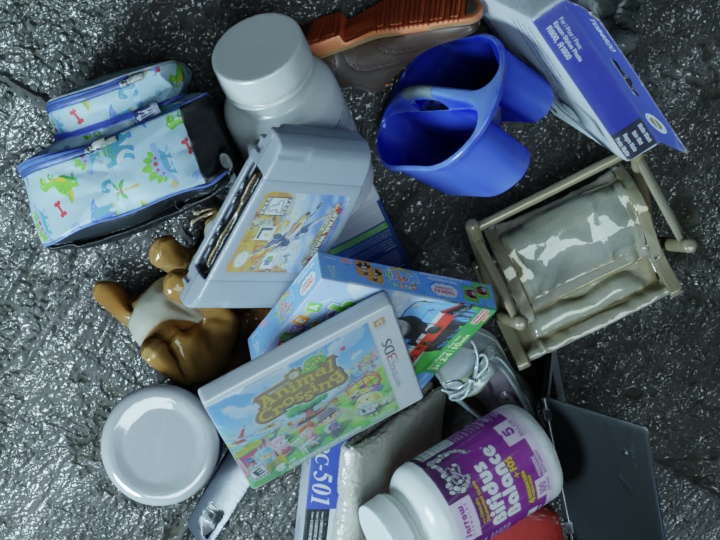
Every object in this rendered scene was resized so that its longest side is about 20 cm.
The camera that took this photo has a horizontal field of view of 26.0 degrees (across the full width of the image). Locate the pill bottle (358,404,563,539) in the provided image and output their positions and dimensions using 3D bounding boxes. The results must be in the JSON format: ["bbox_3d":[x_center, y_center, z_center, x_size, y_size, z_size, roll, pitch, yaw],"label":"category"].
[{"bbox_3d":[0.101,0.230,1.601,0.199,0.112,0.113,-29,118,-20],"label":"pill bottle"}]

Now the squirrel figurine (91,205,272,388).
[{"bbox_3d":[-0.134,0.026,1.583,0.187,0.141,0.200,-49,128,0],"label":"squirrel figurine"}]

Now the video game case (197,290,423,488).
[{"bbox_3d":[-0.043,0.120,1.504,0.198,0.022,0.183,-27,144,-5],"label":"video game case"}]

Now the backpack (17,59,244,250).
[{"bbox_3d":[-0.222,-0.109,1.468,0.198,0.183,0.148,-22,93,3],"label":"backpack"}]

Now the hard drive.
[{"bbox_3d":[-0.114,0.188,1.644,0.042,0.135,0.201,32,105,-2],"label":"hard drive"}]

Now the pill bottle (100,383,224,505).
[{"bbox_3d":[-0.195,0.173,1.570,0.114,0.200,0.117,0,85,-3],"label":"pill bottle"}]

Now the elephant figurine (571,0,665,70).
[{"bbox_3d":[0.264,-0.298,1.520,0.200,0.155,0.142,-45,72,-2],"label":"elephant figurine"}]

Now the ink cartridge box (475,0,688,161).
[{"bbox_3d":[0.200,-0.193,1.481,0.041,0.200,0.200,-44,124,-3],"label":"ink cartridge box"}]

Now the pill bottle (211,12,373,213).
[{"bbox_3d":[-0.067,-0.141,1.480,0.113,0.115,0.201,-25,138,0],"label":"pill bottle"}]

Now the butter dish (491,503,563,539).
[{"bbox_3d":[0.140,0.282,1.724,0.197,0.200,0.150,5,89,-13],"label":"butter dish"}]

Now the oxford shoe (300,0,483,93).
[{"bbox_3d":[0.028,-0.219,1.513,0.198,0.072,0.073,-9,124,18],"label":"oxford shoe"}]

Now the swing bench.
[{"bbox_3d":[0.224,-0.011,1.607,0.197,0.200,0.131,-25,74,-1],"label":"swing bench"}]

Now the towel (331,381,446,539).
[{"bbox_3d":[0.029,0.208,1.663,0.034,0.199,0.134,17,114,28],"label":"towel"}]

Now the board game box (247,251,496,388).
[{"bbox_3d":[0.011,0.053,1.524,0.198,0.037,0.151,11,139,-28],"label":"board game box"}]

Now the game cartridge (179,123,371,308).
[{"bbox_3d":[-0.073,-0.045,1.441,0.132,0.042,0.201,4,129,-41],"label":"game cartridge"}]

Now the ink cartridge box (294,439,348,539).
[{"bbox_3d":[-0.022,0.263,1.739,0.093,0.044,0.202,0,113,-13],"label":"ink cartridge box"}]

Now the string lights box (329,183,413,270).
[{"bbox_3d":[0.000,0.000,1.620,0.102,0.059,0.201,-25,116,0],"label":"string lights box"}]

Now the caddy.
[{"bbox_3d":[0.091,-0.152,1.500,0.104,0.199,0.143,26,80,-29],"label":"caddy"}]

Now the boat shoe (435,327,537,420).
[{"bbox_3d":[0.135,0.125,1.671,0.074,0.065,0.202,-34,134,10],"label":"boat shoe"}]

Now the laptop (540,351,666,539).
[{"bbox_3d":[0.264,0.196,1.667,0.114,0.201,0.189,-6,117,14],"label":"laptop"}]
